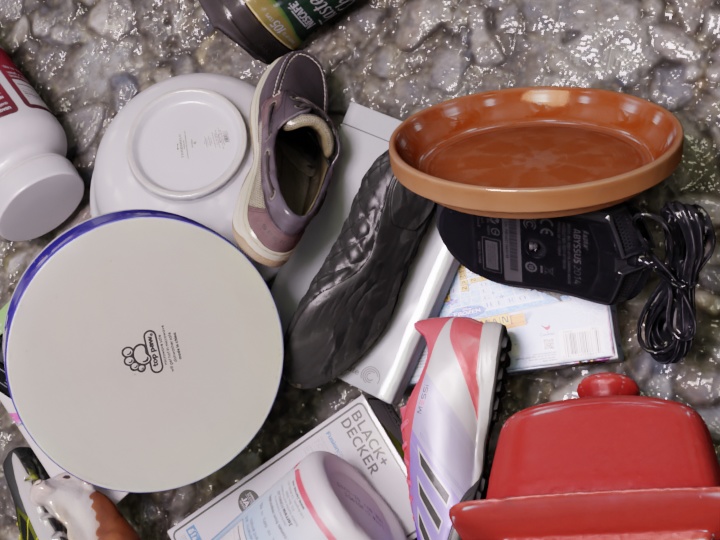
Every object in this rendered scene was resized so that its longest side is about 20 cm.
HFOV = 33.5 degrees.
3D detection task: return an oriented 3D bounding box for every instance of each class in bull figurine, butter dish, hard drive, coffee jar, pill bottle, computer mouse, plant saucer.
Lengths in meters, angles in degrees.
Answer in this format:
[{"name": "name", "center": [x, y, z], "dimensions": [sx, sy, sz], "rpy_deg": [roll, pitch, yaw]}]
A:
[{"name": "bull figurine", "center": [-0.192, 0.248, 0.922], "dimensions": [0.065, 0.122, 0.201], "rpy_deg": [-21, 115, 14]}, {"name": "butter dish", "center": [0.174, 0.141, 0.826], "dimensions": [0.198, 0.200, 0.149], "rpy_deg": [-7, 57, 17]}, {"name": "hard drive", "center": [0.011, -0.015, 0.926], "dimensions": [0.131, 0.027, 0.201], "rpy_deg": [24, 93, 23]}, {"name": "coffee jar", "center": [-0.036, -0.256, 0.979], "dimensions": [0.199, 0.104, 0.086], "rpy_deg": [-33, 70, 13]}, {"name": "pill bottle", "center": [-0.334, -0.126, 1.060], "dimensions": [0.113, 0.113, 0.200], "rpy_deg": [-43, 71, 9]}, {"name": "computer mouse", "center": [0.151, -0.021, 0.845], "dimensions": [0.199, 0.139, 0.053], "rpy_deg": [18, 45, 23]}, {"name": "plant saucer", "center": [0.119, -0.081, 0.821], "dimensions": [0.199, 0.200, 0.033], "rpy_deg": [4, 118, 20]}, {"name": "pill bottle", "center": [-0.068, 0.231, 0.855], "dimensions": [0.200, 0.109, 0.109], "rpy_deg": [-42, 71, 10]}]

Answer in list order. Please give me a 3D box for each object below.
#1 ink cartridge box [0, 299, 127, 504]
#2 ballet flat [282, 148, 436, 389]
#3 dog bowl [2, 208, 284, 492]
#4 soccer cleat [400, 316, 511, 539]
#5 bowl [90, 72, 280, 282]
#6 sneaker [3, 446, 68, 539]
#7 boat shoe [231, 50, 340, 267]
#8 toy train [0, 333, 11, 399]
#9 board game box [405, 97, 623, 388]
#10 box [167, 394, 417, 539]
[{"name": "ink cartridge box", "center": [-0.230, 0.104, 1.015], "dimensions": [0.117, 0.067, 0.200], "rpy_deg": [-42, 71, 10]}, {"name": "ballet flat", "center": [0.000, 0.000, 0.895], "dimensions": [0.066, 0.057, 0.201], "rpy_deg": [28, 96, -22]}, {"name": "dog bowl", "center": [-0.158, 0.056, 0.872], "dimensions": [0.199, 0.079, 0.202], "rpy_deg": [-1, 95, -16]}, {"name": "soccer cleat", "center": [0.059, 0.132, 0.863], "dimensions": [0.073, 0.068, 0.202], "rpy_deg": [9, 81, 14]}, {"name": "bowl", "center": [-0.132, -0.083, 0.963], "dimensions": [0.199, 0.090, 0.203], "rpy_deg": [-2, 69, 4]}, {"name": "sneaker", "center": [-0.265, 0.246, 1.004], "dimensions": [0.084, 0.074, 0.201], "rpy_deg": [-32, 73, 13]}, {"name": "boat shoe", "center": [-0.047, -0.095, 0.905], "dimensions": [0.065, 0.072, 0.201], "rpy_deg": [-32, 36, 41]}, {"name": "toy train", "center": [-0.238, 0.112, 0.962], "dimensions": [0.199, 0.034, 0.046], "rpy_deg": [30, 95, 20]}, {"name": "board game box", "center": [0.092, -0.016, 0.933], "dimensions": [0.199, 0.041, 0.201], "rpy_deg": [-8, 80, 18]}, {"name": "box", "center": [-0.039, 0.198, 0.938], "dimensions": [0.199, 0.060, 0.117], "rpy_deg": [-34, 73, 12]}]
